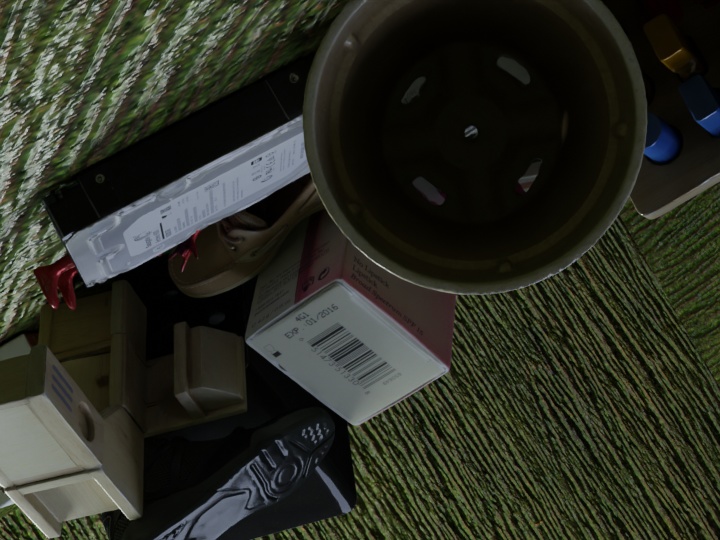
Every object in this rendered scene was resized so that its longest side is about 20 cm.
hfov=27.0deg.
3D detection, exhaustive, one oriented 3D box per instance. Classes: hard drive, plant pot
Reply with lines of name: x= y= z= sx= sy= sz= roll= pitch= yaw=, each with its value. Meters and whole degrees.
hard drive: x=-0.108 y=-0.062 z=0.998 sx=0.199 sy=0.038 sz=0.140 roll=-28 pitch=170 yaw=-10
plant pot: x=-0.130 y=0.107 z=1.310 sx=0.199 sy=0.200 sz=0.178 roll=-16 pitch=135 yaw=8
plant pot: x=0.070 y=-0.091 z=0.957 sx=0.200 sy=0.201 sz=0.183 roll=-30 pitch=-179 yaw=4

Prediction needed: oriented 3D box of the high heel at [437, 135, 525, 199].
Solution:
high heel: x=0.110 y=-0.050 z=1.204 sx=0.067 sy=0.096 sz=0.200 roll=-28 pitch=174 yaw=0

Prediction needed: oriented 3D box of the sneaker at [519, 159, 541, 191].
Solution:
sneaker: x=0.140 y=-0.125 z=1.342 sx=0.199 sy=0.107 sz=0.075 roll=-6 pitch=167 yaw=26

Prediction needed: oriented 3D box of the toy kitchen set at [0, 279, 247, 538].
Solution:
toy kitchen set: x=-0.192 y=0.059 z=1.131 sx=0.163 sy=0.201 sz=0.181 roll=-14 pitch=140 yaw=9

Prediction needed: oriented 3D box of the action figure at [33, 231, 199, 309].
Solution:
action figure: x=-0.141 y=-0.032 z=1.106 sx=0.200 sy=0.052 sz=0.065 roll=-32 pitch=169 yaw=6

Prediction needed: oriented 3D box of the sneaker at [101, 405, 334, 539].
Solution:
sneaker: x=-0.121 y=0.152 z=1.196 sx=0.199 sy=0.114 sz=0.076 roll=-34 pitch=137 yaw=-13

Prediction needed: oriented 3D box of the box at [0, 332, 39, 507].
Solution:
box: x=-0.290 y=0.133 z=1.399 sx=0.097 sy=0.125 sz=0.200 roll=-30 pitch=175 yaw=6

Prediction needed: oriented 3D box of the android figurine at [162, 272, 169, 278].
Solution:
android figurine: x=-0.165 y=0.021 z=1.461 sx=0.200 sy=0.041 sz=0.182 roll=-23 pitch=171 yaw=-47

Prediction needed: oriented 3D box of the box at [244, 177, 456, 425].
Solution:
box: x=0.000 y=0.000 z=1.214 sx=0.109 sy=0.128 sz=0.200 roll=-34 pitch=-150 yaw=32

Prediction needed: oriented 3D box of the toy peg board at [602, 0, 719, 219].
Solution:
toy peg board: x=0.213 y=-0.173 z=0.972 sx=0.200 sy=0.200 sz=0.098 roll=-32 pitch=158 yaw=21

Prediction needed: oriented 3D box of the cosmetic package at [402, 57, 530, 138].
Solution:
cosmetic package: x=0.085 y=-0.133 z=1.211 sx=0.105 sy=0.071 sz=0.200 roll=-32 pitch=174 yaw=18

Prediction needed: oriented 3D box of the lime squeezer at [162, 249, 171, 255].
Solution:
lime squeezer: x=-0.100 y=-0.046 z=1.295 sx=0.070 sy=0.038 sz=0.200 roll=7 pitch=-160 yaw=37

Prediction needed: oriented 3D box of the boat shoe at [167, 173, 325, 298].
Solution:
boat shoe: x=-0.085 y=-0.048 z=1.160 sx=0.200 sy=0.071 sz=0.064 roll=-39 pitch=162 yaw=24
